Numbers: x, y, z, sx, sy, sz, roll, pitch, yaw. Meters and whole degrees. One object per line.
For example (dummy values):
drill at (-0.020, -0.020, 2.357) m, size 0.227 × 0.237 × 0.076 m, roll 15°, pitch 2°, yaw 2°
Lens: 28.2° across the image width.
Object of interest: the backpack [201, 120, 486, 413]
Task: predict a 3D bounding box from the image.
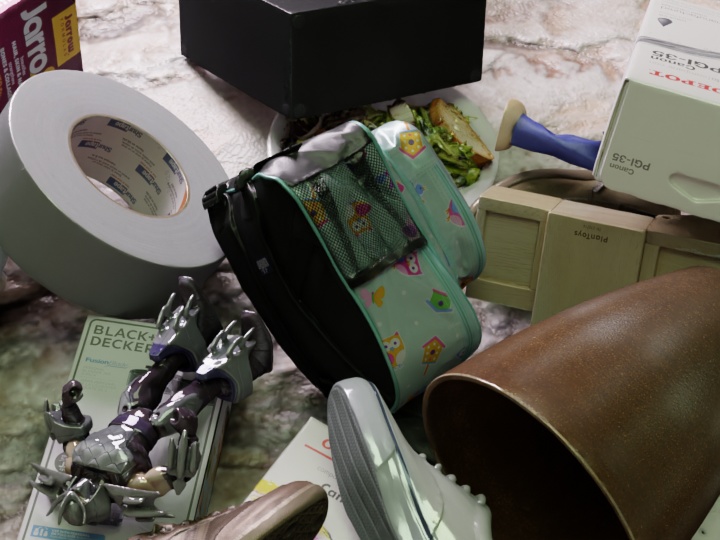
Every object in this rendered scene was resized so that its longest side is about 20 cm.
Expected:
backpack at (0.000, 0.000, 1.033) m, size 0.153 × 0.176 × 0.200 m, roll -26°, pitch 93°, yaw -26°

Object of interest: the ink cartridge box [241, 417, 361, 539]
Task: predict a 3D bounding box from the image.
ink cartridge box at (-0.020, 0.182, 0.973) m, size 0.116 × 0.068 × 0.200 m, roll 27°, pitch 55°, yaw 17°

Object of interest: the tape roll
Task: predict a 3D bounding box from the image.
tape roll at (-0.191, -0.059, 1.093) m, size 0.200 × 0.066 × 0.200 m, roll 29°, pitch 34°, yaw -21°

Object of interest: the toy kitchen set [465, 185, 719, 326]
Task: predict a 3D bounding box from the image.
toy kitchen set at (0.198, 0.022, 1.111) m, size 0.200 × 0.164 × 0.180 m, roll 13°, pitch 19°, yaw 17°

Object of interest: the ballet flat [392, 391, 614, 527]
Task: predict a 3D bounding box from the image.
ballet flat at (0.098, 0.141, 1.034) m, size 0.200 × 0.057 × 0.066 m, roll 27°, pitch 61°, yaw 25°

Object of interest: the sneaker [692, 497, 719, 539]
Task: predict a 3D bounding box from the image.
sneaker at (0.242, 0.175, 1.007) m, size 0.071 × 0.073 × 0.200 m, roll 49°, pitch 60°, yaw 0°

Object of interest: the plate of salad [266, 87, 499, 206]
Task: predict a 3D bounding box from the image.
plate of salad at (0.020, -0.111, 1.222) m, size 0.200 × 0.048 × 0.200 m, roll 2°, pitch 52°, yaw -2°

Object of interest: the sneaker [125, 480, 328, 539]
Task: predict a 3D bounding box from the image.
sneaker at (-0.112, 0.180, 0.886) m, size 0.200 × 0.071 × 0.076 m, roll -35°, pitch 60°, yaw -26°

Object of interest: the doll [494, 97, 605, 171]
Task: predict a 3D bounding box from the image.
doll at (0.205, -0.084, 1.093) m, size 0.200 × 0.049 × 0.136 m, roll 16°, pitch 9°, yaw 8°

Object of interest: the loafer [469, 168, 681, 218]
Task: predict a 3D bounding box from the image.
loafer at (0.175, -0.040, 1.157) m, size 0.200 × 0.076 × 0.068 m, roll -14°, pitch 48°, yaw -14°

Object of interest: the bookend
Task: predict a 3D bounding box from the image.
bookend at (-0.029, -0.221, 1.261) m, size 0.198 × 0.092 × 0.200 m, roll -16°, pitch 31°, yaw -31°

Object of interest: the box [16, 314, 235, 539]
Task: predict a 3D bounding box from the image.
box at (-0.161, 0.133, 1.009) m, size 0.116 × 0.060 × 0.200 m, roll 9°, pitch 51°, yaw 3°

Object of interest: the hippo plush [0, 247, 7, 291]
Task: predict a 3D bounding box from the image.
hippo plush at (-0.347, -0.007, 1.084) m, size 0.160 × 0.160 × 0.200 m, roll 9°, pitch 7°, yaw -18°

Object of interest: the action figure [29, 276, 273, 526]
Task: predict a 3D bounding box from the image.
action figure at (-0.143, 0.096, 0.953) m, size 0.130 × 0.069 × 0.200 m, roll 16°, pitch 46°, yaw 24°

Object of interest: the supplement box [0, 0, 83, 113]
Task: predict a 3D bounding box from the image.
supplement box at (-0.342, -0.180, 1.202) m, size 0.103 × 0.131 × 0.200 m, roll 35°, pitch 58°, yaw 20°

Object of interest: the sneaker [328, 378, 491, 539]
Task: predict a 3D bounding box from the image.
sneaker at (0.041, 0.156, 0.911) m, size 0.071 × 0.073 × 0.200 m, roll -14°, pitch 66°, yaw -27°

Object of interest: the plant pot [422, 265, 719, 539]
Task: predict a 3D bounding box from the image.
plant pot at (0.175, 0.088, 0.926) m, size 0.200 × 0.187 × 0.187 m, roll -37°, pitch 62°, yaw -24°

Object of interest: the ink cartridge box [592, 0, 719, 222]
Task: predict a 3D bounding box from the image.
ink cartridge box at (0.259, -0.116, 1.034) m, size 0.146 × 0.083 × 0.200 m, roll 18°, pitch 31°, yaw 8°
